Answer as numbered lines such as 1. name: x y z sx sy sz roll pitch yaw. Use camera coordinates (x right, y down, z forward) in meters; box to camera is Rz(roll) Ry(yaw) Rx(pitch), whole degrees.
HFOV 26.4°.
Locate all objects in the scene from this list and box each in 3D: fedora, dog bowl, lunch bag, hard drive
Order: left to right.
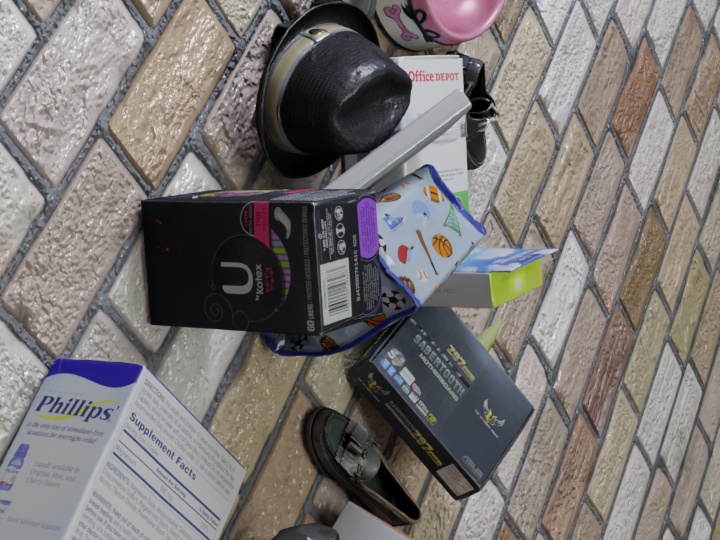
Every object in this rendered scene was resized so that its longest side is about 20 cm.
1. fedora: -0.014 -0.172 1.545 0.201 0.092 0.201 -33 133 -44
2. lunch bag: 0.000 0.000 1.578 0.124 0.200 0.170 52 43 -2
3. hard drive: 0.017 -0.107 1.577 0.200 0.132 0.026 -37 90 -13
4. dog bowl: 0.098 -0.350 1.772 0.200 0.074 0.200 -18 115 -45

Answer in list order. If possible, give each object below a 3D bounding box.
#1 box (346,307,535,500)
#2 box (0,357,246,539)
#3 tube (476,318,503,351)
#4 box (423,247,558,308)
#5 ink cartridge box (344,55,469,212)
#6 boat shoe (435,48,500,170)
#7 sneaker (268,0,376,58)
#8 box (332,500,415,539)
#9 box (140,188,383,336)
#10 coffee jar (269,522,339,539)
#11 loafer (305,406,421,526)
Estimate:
1. box: 0.096 0.140 1.770 0.200 0.051 0.158 51 44 -8
2. box: -0.216 0.207 1.321 0.184 0.105 0.200 54 49 -44
3. tube: 0.117 0.128 1.874 0.200 0.058 0.052 -40 114 -50
4. box: 0.109 0.005 1.722 0.122 0.200 0.048 -22 110 -54
5. ink cartridge box: 0.052 -0.140 1.735 0.146 0.084 0.200 -12 101 -56
6. boat shoe: 0.134 -0.187 1.858 0.200 0.063 0.073 68 37 -51
7. sneaker: -0.046 -0.244 1.597 0.104 0.060 0.200 18 87 -57
8. box: 0.053 0.350 1.699 0.098 0.124 0.200 -58 141 -7
9. box: -0.092 -0.011 1.414 0.106 0.200 0.122 -15 103 -56
10. coffee jar: -0.044 0.347 1.486 0.104 0.085 0.200 -4 80 -84
11. loafer: 0.009 0.218 1.702 0.200 0.063 0.072 57 47 -41
